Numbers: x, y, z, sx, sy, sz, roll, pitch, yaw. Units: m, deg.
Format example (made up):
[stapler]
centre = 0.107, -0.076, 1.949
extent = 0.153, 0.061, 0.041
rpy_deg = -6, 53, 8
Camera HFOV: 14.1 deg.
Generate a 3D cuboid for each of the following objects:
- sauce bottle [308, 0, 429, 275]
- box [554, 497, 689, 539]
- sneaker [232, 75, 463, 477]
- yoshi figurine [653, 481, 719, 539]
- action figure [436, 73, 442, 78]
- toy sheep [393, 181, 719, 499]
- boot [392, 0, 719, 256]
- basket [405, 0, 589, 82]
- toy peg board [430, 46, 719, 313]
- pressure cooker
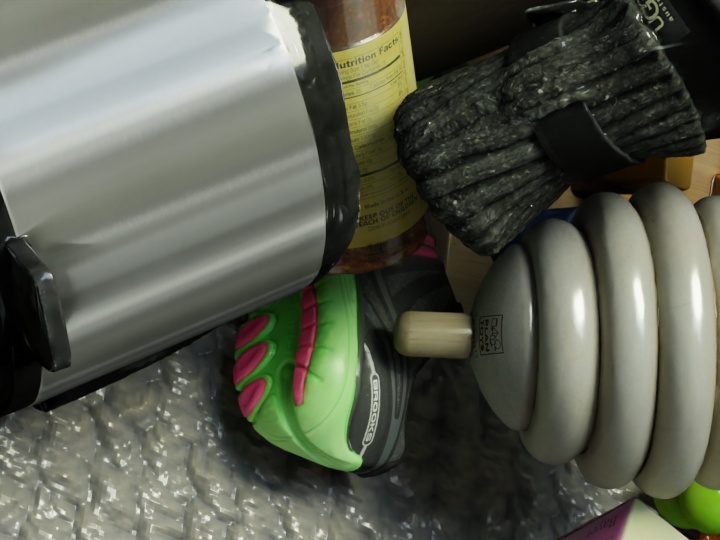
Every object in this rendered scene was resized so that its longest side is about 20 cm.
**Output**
[sauce bottle]
centre = -0.014, -0.094, 1.089
extent = 0.066, 0.066, 0.200
rpy_deg = -49, 140, -45
[box]
centre = 0.118, 0.227, 1.141
extent = 0.176, 0.097, 0.200
rpy_deg = 38, 46, -17
[sneaker]
centre = 0.000, 0.000, 1.207
extent = 0.084, 0.077, 0.200
rpy_deg = 42, 48, -35
[yoshi figurine]
centre = 0.222, 0.086, 1.311
extent = 0.200, 0.112, 0.112
rpy_deg = 10, 52, -34
[action figure]
centre = 0.013, -0.137, 1.299
extent = 0.200, 0.055, 0.118
rpy_deg = 52, 45, -8
[toy sheep]
centre = 0.112, 0.028, 1.156
extent = 0.200, 0.138, 0.138
rpy_deg = -4, 64, -7
[boot]
centre = 0.117, -0.066, 1.110
extent = 0.211, 0.158, 0.079
rpy_deg = 16, 42, -57
[basket]
centre = 0.038, -0.150, 1.157
extent = 0.180, 0.200, 0.136
rpy_deg = 35, 35, -49
[toy peg board]
centre = 0.140, -0.064, 1.278
extent = 0.200, 0.098, 0.199
rpy_deg = 13, 79, -37
[pressure cooker]
centre = -0.123, -0.043, 1.032
extent = 0.200, 0.176, 0.179
rpy_deg = -23, 85, -21
